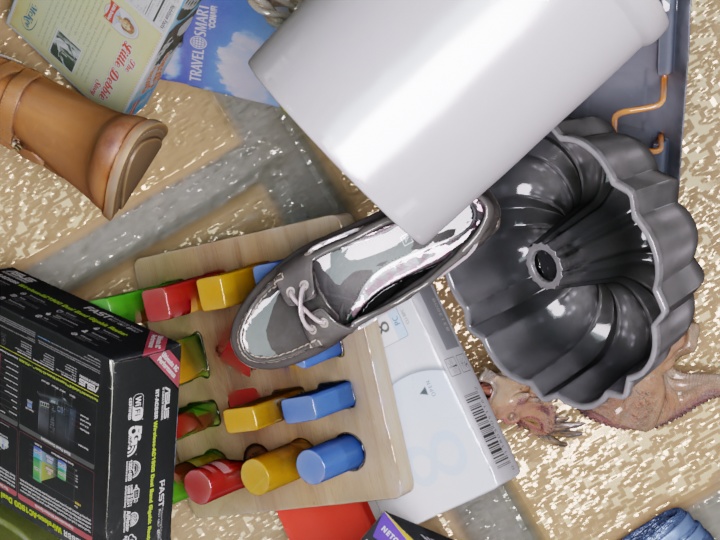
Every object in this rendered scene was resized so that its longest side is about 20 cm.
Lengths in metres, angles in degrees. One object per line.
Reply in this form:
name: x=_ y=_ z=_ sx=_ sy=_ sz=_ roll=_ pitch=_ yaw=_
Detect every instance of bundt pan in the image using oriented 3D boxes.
bundt pan: x=0.147 y=-0.013 z=1.178 sx=0.076 sy=0.202 sz=0.202 roll=-21 pitch=93 yaw=-36

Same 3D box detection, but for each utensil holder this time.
utensil holder: x=0.057 y=-0.138 z=1.070 sx=0.200 sy=0.170 sz=0.170 roll=-44 pitch=92 yaw=5

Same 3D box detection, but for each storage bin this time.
storage bin: x=0.158 y=-0.145 z=1.226 sx=0.134 sy=0.200 sz=0.146 roll=2 pitch=48 yaw=9

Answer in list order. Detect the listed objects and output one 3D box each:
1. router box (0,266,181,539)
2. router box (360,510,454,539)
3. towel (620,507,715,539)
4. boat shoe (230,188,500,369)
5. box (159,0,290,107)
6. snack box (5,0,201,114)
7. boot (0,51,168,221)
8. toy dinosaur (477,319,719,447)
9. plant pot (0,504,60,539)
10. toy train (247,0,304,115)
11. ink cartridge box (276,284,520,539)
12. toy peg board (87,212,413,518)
router box: x=-0.212 y=0.097 z=1.236 sx=0.200 sy=0.062 sz=0.150 roll=21 pitch=114 yaw=40
router box: x=0.019 y=0.258 z=1.247 sx=0.052 sy=0.200 sz=0.157 roll=41 pitch=93 yaw=28
towel: x=0.254 y=0.282 z=1.320 sx=0.112 sy=0.049 sz=0.200 roll=-36 pitch=91 yaw=2
boat shoe: x=0.000 y=0.000 z=1.150 sx=0.200 sy=0.057 sz=0.067 roll=-31 pitch=89 yaw=1
box: x=-0.042 y=-0.169 z=1.267 sx=0.200 sy=0.122 sz=0.048 roll=13 pitch=50 yaw=-1
snack box: x=-0.175 y=-0.193 z=1.232 sx=0.116 sy=0.200 sz=0.037 roll=43 pitch=57 yaw=1
boot: x=-0.219 y=-0.104 z=1.227 sx=0.155 sy=0.200 sz=0.074 roll=33 pitch=81 yaw=-9
toy dinosaur: x=0.179 y=0.084 z=1.295 sx=0.200 sy=0.086 sz=0.136 roll=19 pitch=92 yaw=-5
plant pot: x=-0.300 y=0.260 z=1.252 sx=0.200 sy=0.190 sz=0.200 roll=0 pitch=93 yaw=0
toy train: x=-0.028 y=-0.140 z=1.212 sx=0.200 sy=0.116 sz=0.085 roll=30 pitch=65 yaw=-15
ink cartridge box: x=-0.006 y=0.113 z=1.265 sx=0.200 sy=0.047 sz=0.160 roll=-29 pitch=83 yaw=26
toy peg board: x=-0.088 y=0.079 z=1.239 sx=0.199 sy=0.098 sz=0.200 roll=-11 pitch=94 yaw=38
